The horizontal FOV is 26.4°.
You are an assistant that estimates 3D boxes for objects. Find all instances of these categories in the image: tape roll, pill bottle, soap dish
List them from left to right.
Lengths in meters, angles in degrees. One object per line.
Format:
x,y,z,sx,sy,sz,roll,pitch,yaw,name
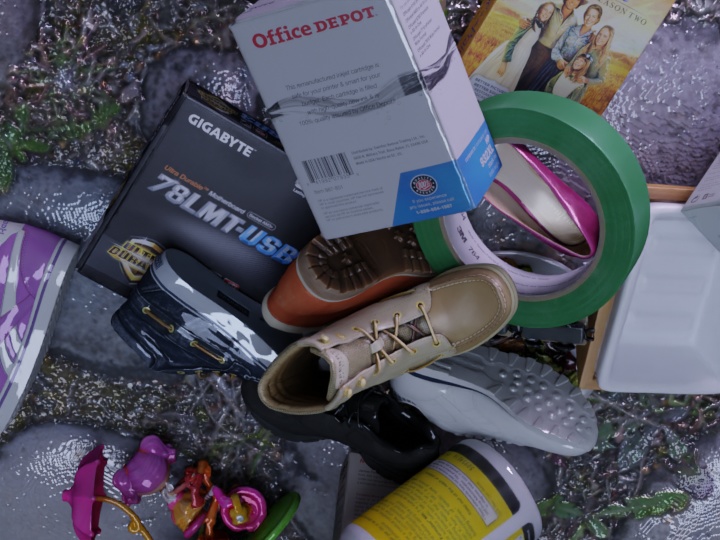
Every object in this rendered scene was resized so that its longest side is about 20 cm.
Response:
0.054,0.250,1.374,0.200,0.114,0.114,-33,115,-20,pill bottle
0.143,-0.051,1.303,0.200,0.048,0.201,12,118,22,tape roll
0.283,0.013,1.386,0.157,0.081,0.200,2,115,-18,soap dish

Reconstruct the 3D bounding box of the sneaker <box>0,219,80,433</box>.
-0.340,0.046,1.413,0.114,0.073,0.201,19,103,-5,sneaker

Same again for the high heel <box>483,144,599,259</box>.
0.124,-0.078,1.347,0.200,0.096,0.067,37,109,-16,high heel

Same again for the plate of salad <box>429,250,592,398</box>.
0.136,0.076,1.445,0.200,0.048,0.200,-1,114,-2,plate of salad

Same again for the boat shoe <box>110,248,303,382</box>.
-0.124,0.070,1.380,0.200,0.071,0.091,38,112,-13,boat shoe

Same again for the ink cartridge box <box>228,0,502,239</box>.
0.007,-0.140,1.236,0.145,0.084,0.200,-10,115,31,ink cartridge box

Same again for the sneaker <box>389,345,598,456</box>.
0.121,0.123,1.406,0.200,0.076,0.081,25,130,16,sneaker

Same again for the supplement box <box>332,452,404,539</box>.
0.035,0.283,1.460,0.126,0.200,0.074,9,158,-5,supplement box

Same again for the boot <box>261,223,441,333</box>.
0.000,0.000,1.364,0.107,0.200,0.075,-44,69,43,boot

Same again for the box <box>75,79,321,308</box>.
-0.123,-0.038,1.387,0.200,0.050,0.199,30,111,-15,box

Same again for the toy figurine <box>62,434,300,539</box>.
-0.189,0.233,1.479,0.184,0.150,0.200,43,85,-9,toy figurine

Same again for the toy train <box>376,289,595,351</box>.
0.113,0.043,1.386,0.200,0.046,0.034,8,109,16,toy train

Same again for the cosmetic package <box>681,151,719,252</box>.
0.375,-0.090,1.301,0.113,0.081,0.200,42,70,-17,cosmetic package

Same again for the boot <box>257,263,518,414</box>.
0.023,0.059,1.292,0.200,0.155,0.073,-21,91,32,boot

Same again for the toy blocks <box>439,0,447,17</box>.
0.001,-0.222,1.290,0.137,0.100,0.200,12,115,6,toy blocks

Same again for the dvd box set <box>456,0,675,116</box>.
0.174,-0.208,1.314,0.146,0.029,0.200,23,112,-22,dvd box set

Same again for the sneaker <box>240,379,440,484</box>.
-0.014,0.129,1.425,0.200,0.076,0.091,20,157,0,sneaker
